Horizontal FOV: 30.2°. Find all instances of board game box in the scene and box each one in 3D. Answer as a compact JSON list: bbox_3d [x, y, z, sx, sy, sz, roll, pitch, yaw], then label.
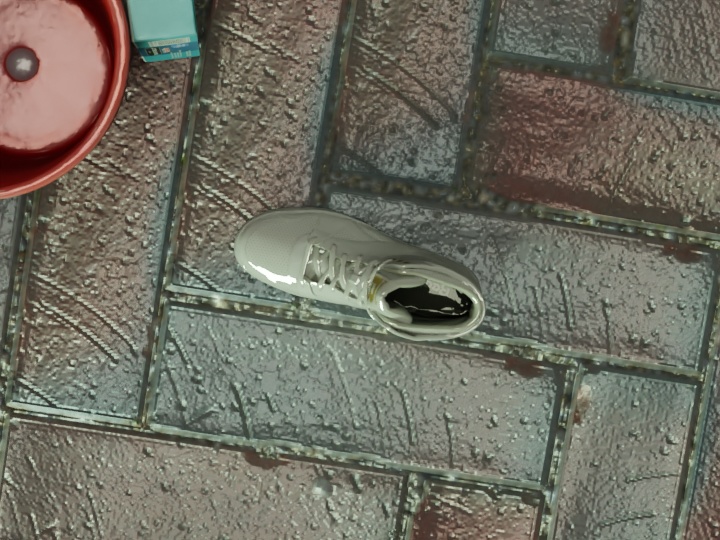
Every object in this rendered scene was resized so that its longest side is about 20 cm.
[{"bbox_3d":[-0.152,-0.258,0.958,0.047,0.151,0.201,-8,94,-6],"label":"board game box"}]

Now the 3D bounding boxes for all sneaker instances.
[{"bbox_3d":[0.000,0.000,1.004,0.199,0.116,0.074,13,95,-2],"label":"sneaker"}]

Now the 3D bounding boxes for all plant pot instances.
[{"bbox_3d":[-0.253,-0.149,0.950,0.200,0.177,0.201,0,95,-2],"label":"plant pot"}]
